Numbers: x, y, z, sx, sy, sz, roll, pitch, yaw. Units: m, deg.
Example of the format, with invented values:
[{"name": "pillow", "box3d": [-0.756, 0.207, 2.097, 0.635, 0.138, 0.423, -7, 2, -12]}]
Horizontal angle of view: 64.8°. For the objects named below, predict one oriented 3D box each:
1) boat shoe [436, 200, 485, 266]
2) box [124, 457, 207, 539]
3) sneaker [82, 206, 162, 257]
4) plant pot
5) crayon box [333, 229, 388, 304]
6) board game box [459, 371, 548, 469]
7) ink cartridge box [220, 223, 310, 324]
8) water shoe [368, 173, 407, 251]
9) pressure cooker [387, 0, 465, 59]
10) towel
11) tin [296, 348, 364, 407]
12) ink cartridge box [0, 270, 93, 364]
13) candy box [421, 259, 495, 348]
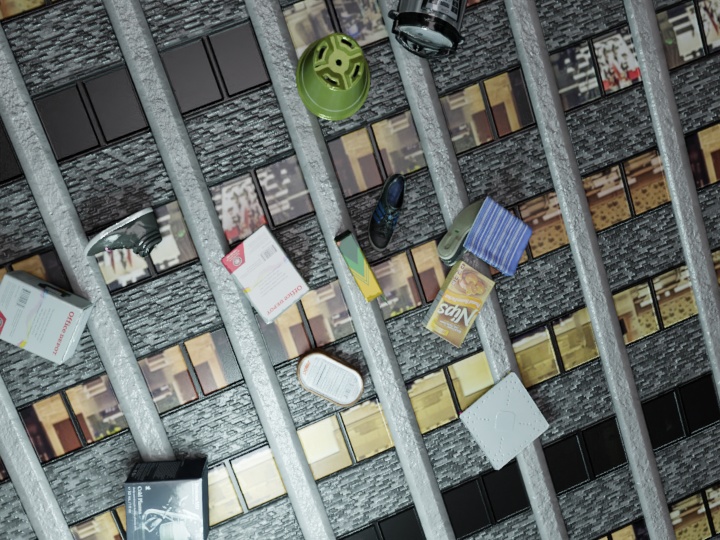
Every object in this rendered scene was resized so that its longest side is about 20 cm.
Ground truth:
[{"name": "boat shoe", "box3d": [0.282, -0.101, 1.521, 0.202, 0.071, 0.068, -51, 136, -6]}, {"name": "box", "box3d": [-0.494, 0.611, 1.465, 0.188, 0.124, 0.209, -1, 97, -9]}, {"name": "sneaker", "box3d": [-0.580, -0.063, 1.400, 0.196, 0.071, 0.101, -31, 95, -7]}, {"name": "plant pot", "box3d": [-0.060, -0.479, 1.361, 0.192, 0.190, 0.209, -1, 97, -6]}, {"name": "crayon box", "box3d": [0.000, 0.000, 1.455, 0.050, 0.127, 0.205, -28, 99, -2]}, {"name": "board game box", "box3d": [0.405, 0.423, 1.607, 0.198, 0.026, 0.203, -37, 100, -2]}, {"name": "ink cartridge box", "box3d": [-0.239, 0.007, 1.447, 0.144, 0.083, 0.203, -36, 100, -2]}, {"name": "water shoe", "box3d": [0.069, -0.152, 1.470, 0.069, 0.079, 0.208, 14, 95, -8]}, {"name": "pressure cooker", "box3d": [0.172, -0.625, 1.384, 0.171, 0.177, 0.208, 19, 96, 30]}, {"name": "towel", "box3d": [0.371, -0.086, 1.512, 0.196, 0.024, 0.149, 26, 91, -31]}, {"name": "tin", "box3d": [-0.080, 0.288, 1.524, 0.195, 0.042, 0.115, 27, 88, -9]}, {"name": "ink cartridge box", "box3d": [-0.779, 0.113, 1.381, 0.195, 0.083, 0.150, 26, 92, -9]}, {"name": "candy box", "box3d": [0.264, 0.088, 1.535, 0.113, 0.055, 0.205, 29, 92, -10]}]
